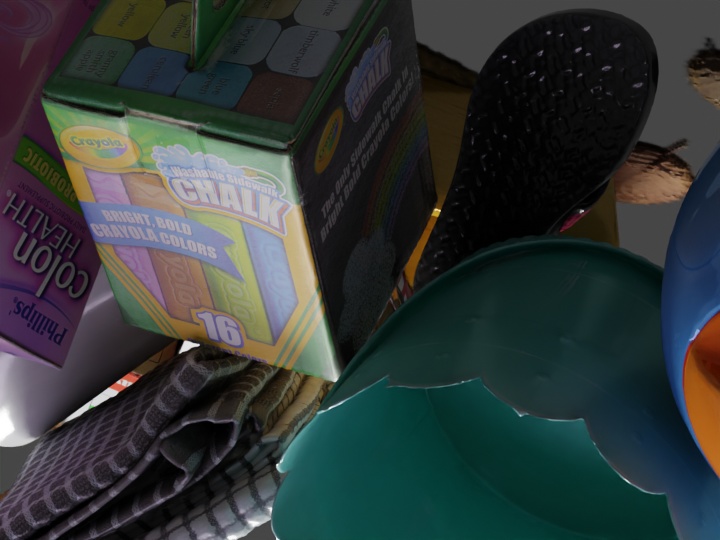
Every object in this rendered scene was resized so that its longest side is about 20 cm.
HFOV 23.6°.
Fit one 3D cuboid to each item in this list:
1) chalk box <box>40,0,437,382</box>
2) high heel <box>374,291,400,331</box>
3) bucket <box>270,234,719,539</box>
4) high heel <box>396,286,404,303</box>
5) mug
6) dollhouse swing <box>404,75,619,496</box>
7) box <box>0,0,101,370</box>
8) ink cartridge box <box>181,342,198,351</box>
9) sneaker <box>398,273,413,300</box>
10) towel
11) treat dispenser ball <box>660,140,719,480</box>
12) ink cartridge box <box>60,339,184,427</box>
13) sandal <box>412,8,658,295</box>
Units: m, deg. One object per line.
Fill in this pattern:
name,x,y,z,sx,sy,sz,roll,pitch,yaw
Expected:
chalk box,-0.051,-0.069,0.756,0.123,0.125,0.201,14,142,21
high heel,0.000,0.000,0.971,0.142,0.071,0.200,43,163,2
bucket,0.078,0.092,0.756,0.205,0.135,0.209,15,128,19
high heel,-0.063,0.063,1.095,0.198,0.144,0.072,-10,152,-6
mug,-0.152,-0.018,0.927,0.152,0.188,0.149,-26,133,22
dollhouse swing,0.062,0.022,0.937,0.180,0.178,0.200,16,169,9
box,-0.201,-0.076,0.833,0.174,0.202,0.097,13,167,26
ink cartridge box,-0.172,-0.014,1.138,0.198,0.058,0.162,19,149,-22
sneaker,0.040,0.021,1.245,0.078,0.117,0.200,-12,-172,18
towel,-0.101,0.093,0.888,0.086,0.165,0.200,57,-168,-5
treat dispenser ball,0.210,0.015,0.630,0.199,0.203,0.201,17,168,4
ink cartridge box,-0.133,0.031,1.049,0.050,0.110,0.200,21,146,-7
sandal,0.078,-0.045,0.787,0.075,0.045,0.201,41,136,15
